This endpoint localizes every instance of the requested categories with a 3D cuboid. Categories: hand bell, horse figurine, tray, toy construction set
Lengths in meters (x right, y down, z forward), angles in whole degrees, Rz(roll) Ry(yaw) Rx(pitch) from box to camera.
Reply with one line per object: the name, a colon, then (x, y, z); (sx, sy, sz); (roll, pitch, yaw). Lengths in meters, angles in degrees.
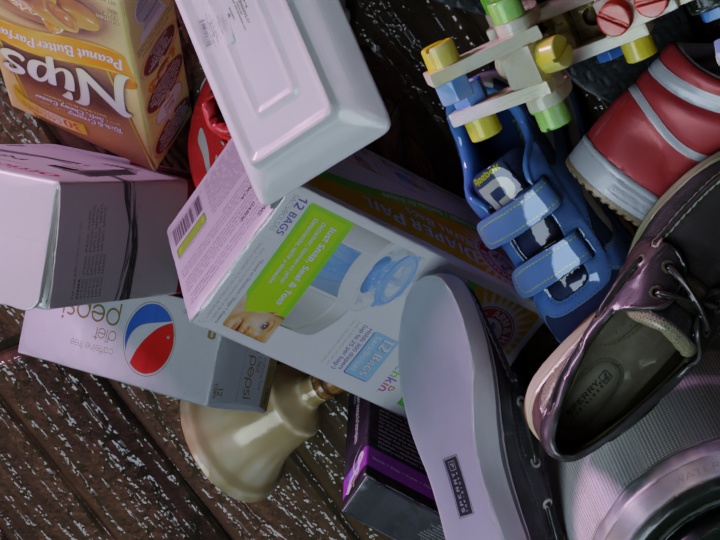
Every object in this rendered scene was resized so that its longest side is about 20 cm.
hand bell: (-0.018, 0.077, 1.470); (0.199, 0.104, 0.104); (-28, 108, 32)
horse figurine: (-0.019, -0.027, 1.376); (0.132, 0.050, 0.200); (30, 129, -31)
tray: (-0.062, -0.145, 1.168); (0.107, 0.022, 0.201); (-30, 80, 40)
toy construction set: (0.138, -0.127, 1.106); (0.199, 0.131, 0.093); (-6, 106, 19)

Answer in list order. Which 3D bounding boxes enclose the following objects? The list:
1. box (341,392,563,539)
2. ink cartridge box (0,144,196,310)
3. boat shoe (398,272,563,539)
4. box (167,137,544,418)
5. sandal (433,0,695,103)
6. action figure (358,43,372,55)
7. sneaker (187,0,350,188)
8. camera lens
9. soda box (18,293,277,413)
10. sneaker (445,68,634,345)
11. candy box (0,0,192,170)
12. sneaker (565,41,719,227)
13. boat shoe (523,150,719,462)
box: (0.058, 0.119, 1.341); (0.142, 0.200, 0.036); (28, 115, -11)
ink cartridge box: (-0.204, -0.032, 1.394); (0.146, 0.200, 0.083); (12, 98, 24)
boat shoe: (0.078, 0.098, 1.231); (0.070, 0.066, 0.201); (-25, 78, 50)
box: (0.000, 0.000, 1.289); (0.199, 0.102, 0.113); (26, 114, -29)
sandal: (0.101, -0.158, 1.198); (0.200, 0.048, 0.076); (27, 101, -12)
action figure: (-0.029, -0.226, 1.203); (0.118, 0.102, 0.201); (14, 104, 38)
sneaker: (-0.076, -0.105, 1.341); (0.077, 0.085, 0.200); (32, 136, 6)
camera lens: (0.192, 0.127, 1.245); (0.159, 0.200, 0.161); (-5, 120, -8)
soda box: (-0.147, 0.046, 1.481); (0.199, 0.063, 0.069); (12, 90, 42)
sneaker: (0.104, -0.028, 1.230); (0.074, 0.082, 0.201); (-35, 69, 33)
candy box: (-0.175, -0.153, 1.341); (0.115, 0.055, 0.200); (25, 155, 14)
sneaker: (0.225, -0.054, 1.200); (0.199, 0.071, 0.113); (28, 110, -23)
boat shoe: (0.165, 0.025, 1.152); (0.073, 0.065, 0.201); (31, 102, -12)
